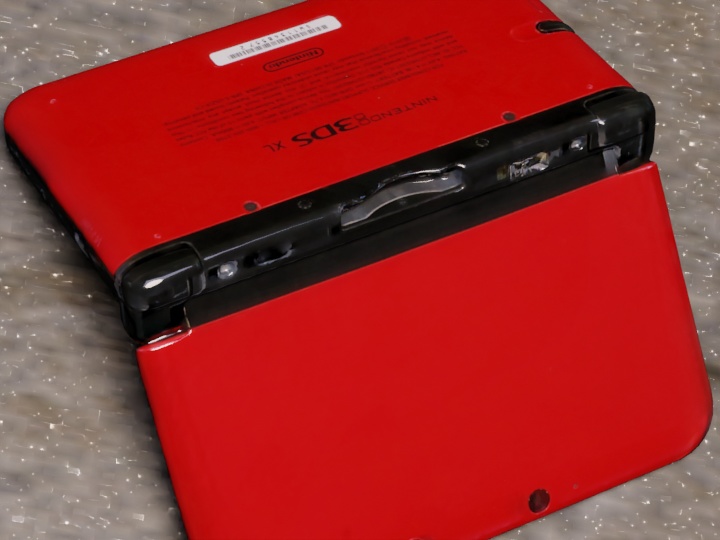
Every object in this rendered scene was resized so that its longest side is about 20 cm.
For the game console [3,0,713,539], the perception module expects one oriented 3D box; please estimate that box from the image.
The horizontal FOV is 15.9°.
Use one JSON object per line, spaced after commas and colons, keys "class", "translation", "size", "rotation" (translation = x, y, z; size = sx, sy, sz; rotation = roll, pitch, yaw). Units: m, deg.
{"class": "game console", "translation": [0.000, 0.000, 0.889], "size": [0.199, 0.119, 0.172], "rotation": [-20, 44, -22]}
